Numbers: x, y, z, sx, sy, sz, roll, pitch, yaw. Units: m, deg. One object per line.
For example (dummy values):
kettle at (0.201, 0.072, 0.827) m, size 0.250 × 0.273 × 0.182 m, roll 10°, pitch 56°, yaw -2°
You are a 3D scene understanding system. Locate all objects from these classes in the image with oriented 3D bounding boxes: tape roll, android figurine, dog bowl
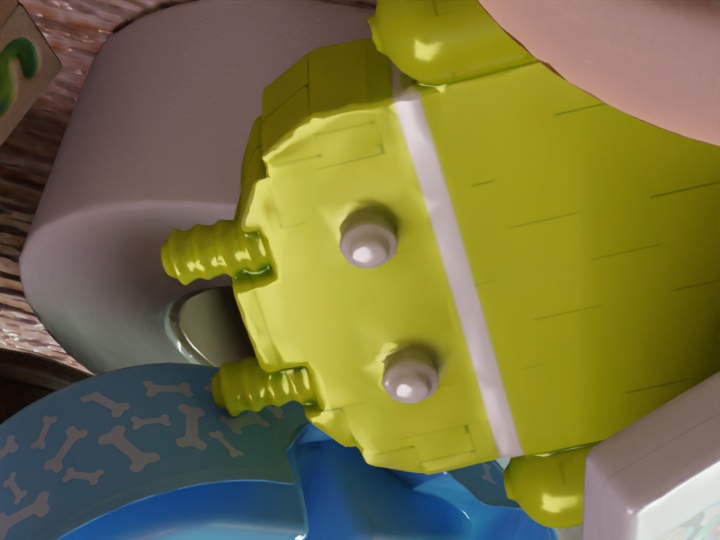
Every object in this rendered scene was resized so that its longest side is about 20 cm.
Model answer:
tape roll at (0.000, 0.000, 0.835) m, size 0.202 × 0.071 × 0.203 m, roll 14°, pitch 157°, yaw 6°
android figurine at (0.051, -0.009, 0.702) m, size 0.199 × 0.041 × 0.182 m, roll -12°, pitch 127°, yaw 5°
dog bowl at (-0.033, 0.077, 0.784) m, size 0.200 × 0.050 × 0.111 m, roll 10°, pitch 134°, yaw -45°

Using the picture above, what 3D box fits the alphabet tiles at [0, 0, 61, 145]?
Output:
alphabet tiles at (-0.144, -0.044, 0.685) m, size 0.006 × 0.200 × 0.167 m, roll 29°, pitch 164°, yaw 27°

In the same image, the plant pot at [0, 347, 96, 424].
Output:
plant pot at (-0.135, 0.161, 0.838) m, size 0.200 × 0.199 × 0.201 m, roll -8°, pitch 143°, yaw -6°

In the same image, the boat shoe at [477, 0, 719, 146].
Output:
boat shoe at (0.117, -0.061, 0.618) m, size 0.199 × 0.070 × 0.071 m, roll 19°, pitch 119°, yaw -4°

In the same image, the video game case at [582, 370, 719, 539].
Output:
video game case at (0.139, 0.051, 0.731) m, size 0.024 × 0.182 × 0.200 m, roll 55°, pitch 167°, yaw 25°

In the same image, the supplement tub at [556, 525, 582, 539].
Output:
supplement tub at (0.002, 0.135, 0.968) m, size 0.140 × 0.201 × 0.140 m, roll 14°, pitch 156°, yaw 6°
